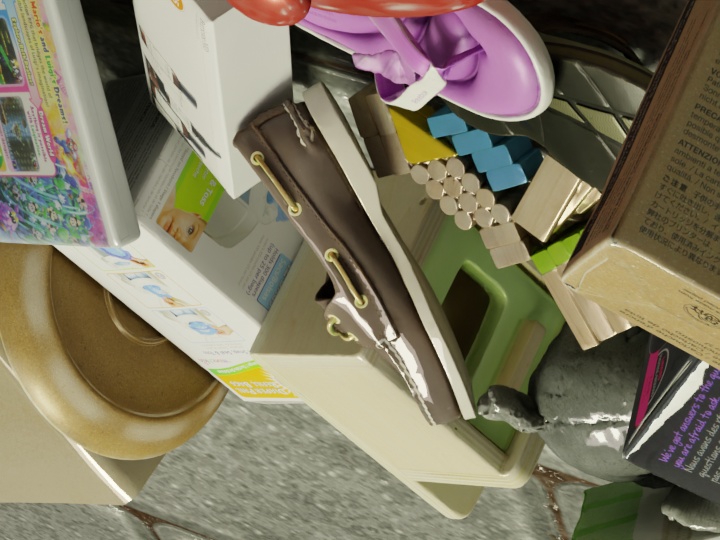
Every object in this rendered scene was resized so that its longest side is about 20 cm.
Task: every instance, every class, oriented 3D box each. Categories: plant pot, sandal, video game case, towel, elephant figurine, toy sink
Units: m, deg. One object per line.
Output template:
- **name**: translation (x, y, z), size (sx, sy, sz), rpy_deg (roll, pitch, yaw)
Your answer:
- **plant pot**: translation (-0.204, 0.021, 1.600), size (0.177, 0.200, 0.199), rpy_deg (46, 153, -24)
- **sandal**: translation (0.100, -0.094, 1.163), size (0.201, 0.057, 0.080), rpy_deg (29, 148, 47)
- **sandal**: translation (0.015, -0.107, 1.163), size (0.202, 0.050, 0.083), rpy_deg (25, 150, 47)
- **video game case**: translation (-0.211, -0.111, 1.369), size (0.181, 0.024, 0.201), rpy_deg (3, 112, 45)
- **towel**: translation (0.214, 0.132, 1.345), size (0.199, 0.149, 0.031), rpy_deg (-17, 100, 16)
- **plant pot**: translation (-0.139, 0.015, 1.489), size (0.027, 0.201, 0.200), rpy_deg (-12, 137, 44)
- **elephant figurine**: translation (0.200, 0.069, 1.296), size (0.199, 0.156, 0.142), rpy_deg (14, 155, 47)
- **toy sink**: translation (0.057, 0.049, 1.432), size (0.112, 0.131, 0.200), rpy_deg (-1, 145, 49)

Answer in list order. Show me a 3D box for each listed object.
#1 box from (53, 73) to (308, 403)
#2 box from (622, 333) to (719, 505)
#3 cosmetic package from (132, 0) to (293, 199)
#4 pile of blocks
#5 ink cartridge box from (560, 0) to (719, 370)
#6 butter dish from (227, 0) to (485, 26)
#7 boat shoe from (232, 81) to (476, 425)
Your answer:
- **box**: translation (-0.079, -0.017, 1.456), size (0.101, 0.113, 0.200), rpy_deg (-3, 143, 48)
- **box**: translation (0.239, 0.060, 1.134), size (0.199, 0.123, 0.106), rpy_deg (27, 135, -6)
- **cosmetic package**: translation (-0.078, -0.120, 1.269), size (0.083, 0.051, 0.200), rpy_deg (47, 164, 19)
- **pile of blocks**: translation (0.089, -0.047, 1.267), size (0.200, 0.062, 0.082), rpy_deg (40, 129, 10)
- **ink cartridge box**: translation (0.210, -0.025, 1.035), size (0.199, 0.165, 0.075), rpy_deg (29, 160, -5)
- **butter dish**: translation (-0.013, -0.167, 0.993), size (0.199, 0.148, 0.200), rpy_deg (6, 151, 40)
- **boat shoe**: translation (0.000, 0.000, 1.292), size (0.201, 0.059, 0.072), rpy_deg (63, -177, -16)
